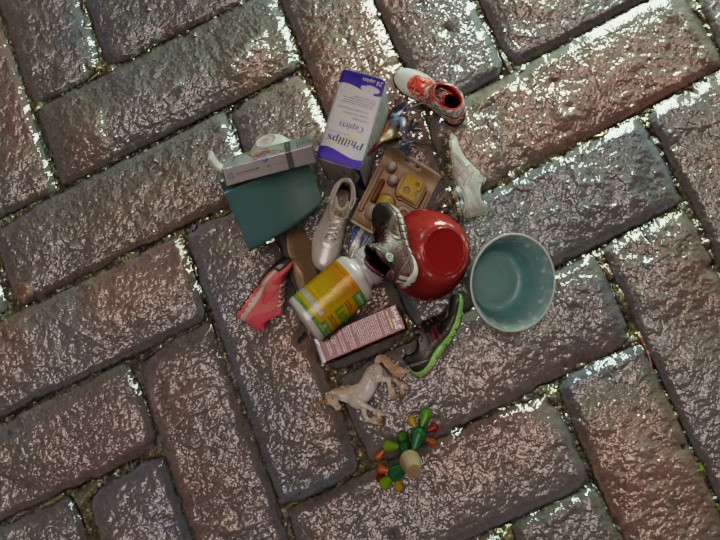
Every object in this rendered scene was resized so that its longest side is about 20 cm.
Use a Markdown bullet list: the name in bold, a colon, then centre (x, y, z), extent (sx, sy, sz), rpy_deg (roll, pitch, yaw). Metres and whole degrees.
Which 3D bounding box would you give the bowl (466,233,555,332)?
- **bowl**: centre (0.304, 0.024, 1.517), extent (0.195, 0.105, 0.207), rpy_deg (-1, 92, -16)

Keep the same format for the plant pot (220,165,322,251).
- **plant pot**: centre (-0.194, -0.162, 1.586), extent (0.196, 0.141, 0.144), rpy_deg (-25, 109, -8)

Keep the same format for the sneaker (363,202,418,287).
- **sneaker**: centre (0.044, -0.063, 1.456), extent (0.076, 0.114, 0.204), rpy_deg (-43, 55, 34)

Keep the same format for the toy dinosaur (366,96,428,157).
- **toy dinosaur**: centre (0.075, -0.330, 1.573), extent (0.195, 0.182, 0.108), rpy_deg (-5, 119, -23)

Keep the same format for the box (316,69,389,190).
- **box**: centre (-0.013, -0.306, 1.572), extent (0.102, 0.184, 0.205), rpy_deg (16, 85, 7)

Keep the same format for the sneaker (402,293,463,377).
- **sneaker**: centre (0.161, 0.134, 1.553), extent (0.083, 0.077, 0.202), rpy_deg (33, 87, 5)

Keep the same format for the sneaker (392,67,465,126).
- **sneaker**: centre (0.156, -0.411, 1.603), extent (0.200, 0.108, 0.068), rpy_deg (39, 89, 10)

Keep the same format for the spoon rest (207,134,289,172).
- **spoon rest**: centre (-0.255, -0.269, 1.656), extent (0.194, 0.062, 0.101), rpy_deg (-11, 41, 8)

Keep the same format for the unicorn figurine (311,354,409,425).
- **unicorn figurine**: centre (0.010, 0.271, 1.564), extent (0.137, 0.074, 0.200), rpy_deg (38, 74, 19)

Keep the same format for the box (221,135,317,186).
- **box**: centre (-0.195, -0.239, 1.530), extent (0.195, 0.156, 0.042), rpy_deg (-16, 109, -1)

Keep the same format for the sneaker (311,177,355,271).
- **sneaker**: centre (-0.061, -0.106, 1.567), extent (0.072, 0.116, 0.205), rpy_deg (15, 77, -2)

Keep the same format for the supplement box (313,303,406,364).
- **supplement box**: centre (0.003, 0.140, 1.555), extent (0.196, 0.109, 0.062), rpy_deg (-24, 81, 4)

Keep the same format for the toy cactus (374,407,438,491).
- **toy cactus**: centre (0.103, 0.393, 1.492), extent (0.102, 0.165, 0.201), rpy_deg (41, 94, -10)

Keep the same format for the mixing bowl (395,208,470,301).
- **mixing bowl**: centre (0.161, -0.039, 1.524), extent (0.194, 0.108, 0.206), rpy_deg (1, 87, -18)

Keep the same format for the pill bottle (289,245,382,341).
- **pill bottle**: centre (-0.044, 0.043, 1.494), extent (0.199, 0.111, 0.112), rpy_deg (-40, 80, -9)

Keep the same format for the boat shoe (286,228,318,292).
- **boat shoe**: centre (-0.132, 0.004, 1.608), extent (0.071, 0.065, 0.204), rpy_deg (-6, 65, -37)

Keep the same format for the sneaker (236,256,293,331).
- **sneaker**: centre (-0.196, 0.055, 1.596), extent (0.086, 0.074, 0.201), rpy_deg (38, 115, -3)

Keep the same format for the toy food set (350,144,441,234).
- **toy food set**: centre (0.080, -0.160, 1.584), extent (0.141, 0.060, 0.203), rpy_deg (28, 79, -3)

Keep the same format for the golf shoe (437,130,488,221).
- **golf shoe**: centre (0.232, -0.216, 1.600), extent (0.095, 0.078, 0.206), rpy_deg (-9, 86, -13)

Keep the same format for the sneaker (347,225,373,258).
- **sneaker**: centre (0.000, 0.000, 1.590), extent (0.083, 0.077, 0.205), rpy_deg (16, 86, 4)
